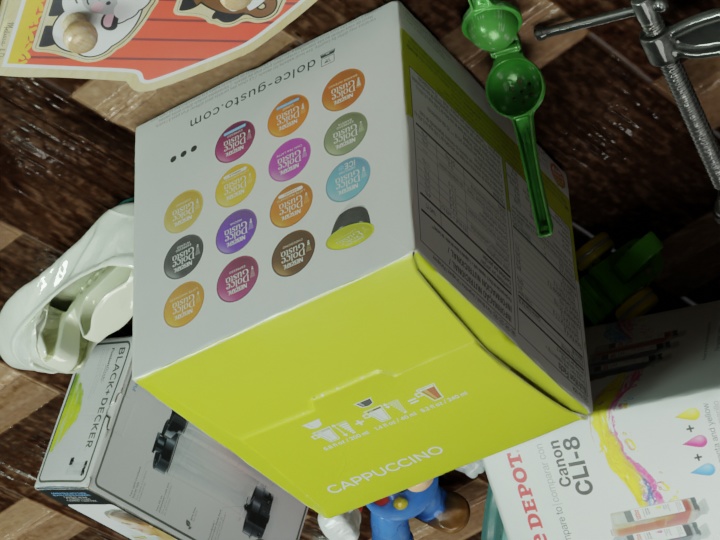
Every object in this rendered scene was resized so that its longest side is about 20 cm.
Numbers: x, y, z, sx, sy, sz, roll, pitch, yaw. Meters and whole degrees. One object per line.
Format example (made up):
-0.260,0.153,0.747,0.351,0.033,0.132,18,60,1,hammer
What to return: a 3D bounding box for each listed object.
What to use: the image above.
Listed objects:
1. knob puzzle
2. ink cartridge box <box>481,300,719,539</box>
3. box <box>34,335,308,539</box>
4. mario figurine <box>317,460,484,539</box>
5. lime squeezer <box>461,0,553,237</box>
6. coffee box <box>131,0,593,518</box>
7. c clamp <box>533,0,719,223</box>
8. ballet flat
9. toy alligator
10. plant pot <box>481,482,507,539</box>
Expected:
-0.090,-0.168,1.249,0.219,0.031,0.220,-16,142,-13,knob puzzle
0.192,0.118,1.444,0.199,0.145,0.146,-13,109,18,ink cartridge box
-0.124,0.139,1.605,0.060,0.117,0.200,-5,151,43,box
0.034,0.159,1.649,0.106,0.124,0.200,0,148,16,mario figurine
0.078,-0.122,1.339,0.038,0.071,0.201,-7,114,31,lime squeezer
0.000,0.000,1.376,0.199,0.198,0.200,-24,137,25,coffee box
0.223,-0.093,1.361,0.170,0.027,0.200,-15,123,33,c clamp
-0.187,0.028,1.506,0.069,0.070,0.200,22,136,-28,ballet flat
0.152,0.029,1.545,0.054,0.059,0.200,-27,163,-46,toy alligator
0.173,0.189,1.640,0.160,0.201,0.201,8,141,-3,plant pot
